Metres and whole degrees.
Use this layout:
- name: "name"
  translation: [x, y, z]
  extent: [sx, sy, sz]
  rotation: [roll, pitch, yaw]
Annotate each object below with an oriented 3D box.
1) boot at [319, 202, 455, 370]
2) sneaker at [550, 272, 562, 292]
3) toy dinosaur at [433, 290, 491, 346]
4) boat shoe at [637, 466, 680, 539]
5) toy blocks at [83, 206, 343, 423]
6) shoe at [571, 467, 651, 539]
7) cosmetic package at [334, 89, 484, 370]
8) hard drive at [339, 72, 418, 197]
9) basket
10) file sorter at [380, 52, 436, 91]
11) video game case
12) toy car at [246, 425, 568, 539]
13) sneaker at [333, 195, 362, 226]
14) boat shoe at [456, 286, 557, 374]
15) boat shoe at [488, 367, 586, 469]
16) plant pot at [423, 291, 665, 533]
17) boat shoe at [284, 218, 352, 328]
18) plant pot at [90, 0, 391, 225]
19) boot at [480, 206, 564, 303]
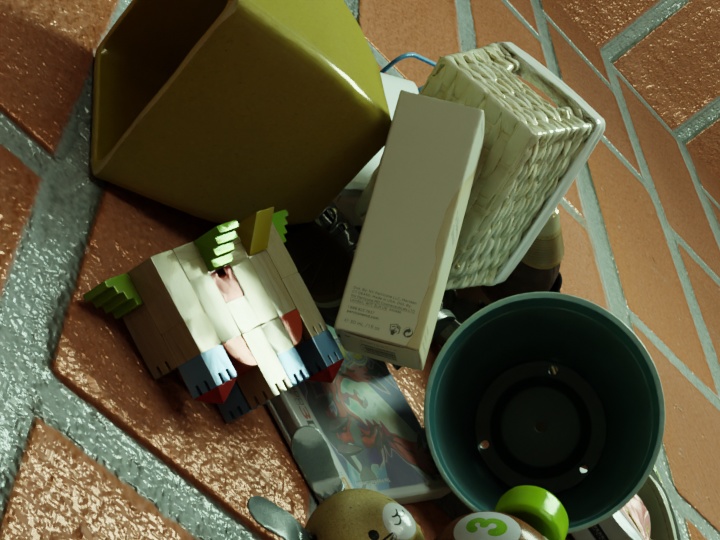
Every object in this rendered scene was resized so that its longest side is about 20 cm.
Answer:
- name: "boot"
  translation: [0.000, 0.000, 1.324]
  extent: [0.174, 0.069, 0.200]
  rotation: [50, -4, -3]
- name: "sneaker"
  translation: [0.201, 0.021, 1.699]
  extent: [0.072, 0.083, 0.201]
  rotation: [30, 30, -44]
- name: "toy dinosaur"
  translation: [0.081, 0.036, 1.477]
  extent: [0.201, 0.077, 0.102]
  rotation: [56, 35, -14]
- name: "boat shoe"
  translation: [0.294, 0.235, 1.563]
  extent: [0.060, 0.072, 0.202]
  rotation: [21, 34, -46]
- name: "toy blocks"
  translation: [-0.093, 0.044, 1.074]
  extent: [0.200, 0.100, 0.137]
  rotation: [-24, 85, -57]
- name: "shoe"
  translation: [0.267, 0.281, 1.435]
  extent: [0.091, 0.071, 0.201]
  rotation: [14, 38, -49]
- name: "cosmetic package"
  translation: [0.041, -0.030, 1.176]
  extent: [0.073, 0.201, 0.104]
  rotation: [15, -10, 7]
- name: "hard drive"
  translation: [0.012, -0.134, 1.432]
  extent: [0.200, 0.026, 0.133]
  rotation: [2, 72, -59]
- name: "basket"
  translation: [0.103, -0.091, 1.331]
  extent: [0.135, 0.201, 0.123]
  rotation: [43, 32, 21]
- name: "file sorter"
  translation: [0.081, -0.126, 1.637]
  extent: [0.138, 0.122, 0.201]
  rotation: [12, 44, -59]
- name: "video game case"
  translation: [-0.014, 0.112, 1.204]
  extent: [0.183, 0.023, 0.200]
  rotation: [60, 22, 19]
- name: "toy car"
  translation: [0.020, 0.191, 1.002]
  extent: [0.200, 0.158, 0.164]
  rotation: [39, 32, -1]
- name: "sneaker"
  translation: [-0.008, -0.110, 1.481]
  extent: [0.074, 0.087, 0.201]
  rotation: [17, 41, -58]
- name: "boat shoe"
  translation: [0.156, 0.057, 1.568]
  extent: [0.202, 0.075, 0.075]
  rotation: [44, 27, -20]
- name: "boat shoe"
  translation: [0.162, 0.131, 1.459]
  extent: [0.200, 0.074, 0.067]
  rotation: [46, 19, -27]
- name: "plant pot"
  translation: [0.162, 0.132, 1.294]
  extent: [0.201, 0.199, 0.188]
  rotation: [56, 1, 12]
- name: "boat shoe"
  translation: [-0.061, -0.022, 1.269]
  extent: [0.201, 0.071, 0.066]
  rotation: [51, -22, 42]
- name: "plant pot"
  translation: [-0.085, -0.152, 1.204]
  extent: [0.199, 0.196, 0.195]
  rotation: [29, 30, -28]
- name: "boot"
  translation: [0.126, -0.041, 1.477]
  extent: [0.072, 0.167, 0.200]
  rotation: [-26, 50, -26]
